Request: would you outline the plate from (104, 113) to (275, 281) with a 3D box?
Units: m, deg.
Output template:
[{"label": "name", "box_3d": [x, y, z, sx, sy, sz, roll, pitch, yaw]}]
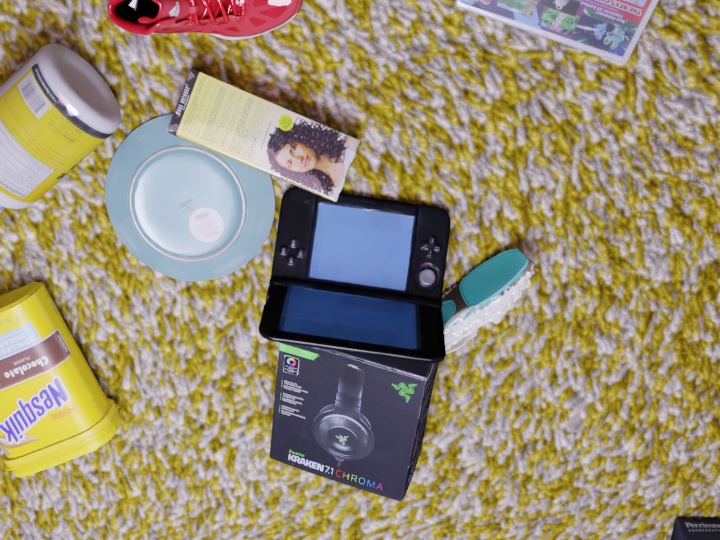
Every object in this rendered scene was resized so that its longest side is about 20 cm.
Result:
[{"label": "plate", "box_3d": [-0.196, -0.078, 1.063, 0.196, 0.026, 0.203, 0, 111, 1]}]

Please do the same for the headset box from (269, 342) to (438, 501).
[{"label": "headset box", "box_3d": [-0.005, 0.141, 1.073, 0.171, 0.093, 0.203, 16, 124, 10]}]

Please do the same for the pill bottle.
[{"label": "pill bottle", "box_3d": [-0.361, -0.138, 0.995, 0.199, 0.112, 0.112, -36, 107, 15]}]

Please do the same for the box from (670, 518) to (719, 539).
[{"label": "box", "box_3d": [0.504, 0.418, 1.156, 0.193, 0.201, 0.119, 1, 113, 0]}]

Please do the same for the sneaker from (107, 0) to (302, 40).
[{"label": "sneaker", "box_3d": [-0.158, -0.262, 0.938, 0.196, 0.116, 0.080, -7, 112, 4]}]

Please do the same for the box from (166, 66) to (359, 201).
[{"label": "box", "box_3d": [-0.105, -0.146, 1.011, 0.197, 0.050, 0.076, 21, 92, -7]}]

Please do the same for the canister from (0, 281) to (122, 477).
[{"label": "canister", "box_3d": [-0.399, 0.131, 1.120, 0.147, 0.087, 0.202, -21, 109, 9]}]

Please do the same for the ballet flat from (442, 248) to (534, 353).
[{"label": "ballet flat", "box_3d": [0.128, 0.048, 1.093, 0.199, 0.072, 0.072, -35, 108, 19]}]

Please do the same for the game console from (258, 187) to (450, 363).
[{"label": "game console", "box_3d": [0.000, 0.000, 1.010, 0.196, 0.116, 0.179, 8, 85, -3]}]

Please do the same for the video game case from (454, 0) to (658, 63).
[{"label": "video game case", "box_3d": [0.216, -0.320, 0.932, 0.197, 0.023, 0.184, 17, 128, -6]}]
